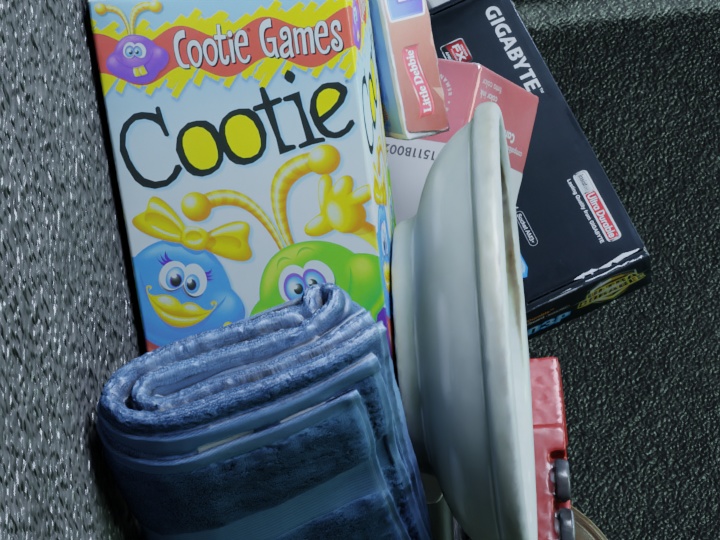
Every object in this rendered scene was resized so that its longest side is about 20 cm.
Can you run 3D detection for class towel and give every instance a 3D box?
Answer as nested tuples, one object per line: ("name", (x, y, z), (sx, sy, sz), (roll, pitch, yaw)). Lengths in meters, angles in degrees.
("towel", (-0.033, 0.084, 0.949), (0.200, 0.112, 0.049), (77, -9, -60))

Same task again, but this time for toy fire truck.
("toy fire truck", (0.085, 0.136, 1.248), (0.141, 0.049, 0.200), (68, 18, -75))

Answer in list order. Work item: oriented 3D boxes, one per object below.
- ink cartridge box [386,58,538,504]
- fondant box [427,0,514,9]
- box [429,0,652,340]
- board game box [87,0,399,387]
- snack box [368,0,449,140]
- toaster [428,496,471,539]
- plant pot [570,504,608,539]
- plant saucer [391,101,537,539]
("ink cartridge box", (0.000, 0.000, 1.150), (0.067, 0.116, 0.200), (19, 82, -59))
("fondant box", (0.024, -0.128, 1.564), (0.144, 0.058, 0.200), (-120, -148, -40))
("box", (0.052, -0.048, 1.391), (0.046, 0.159, 0.200), (71, -5, -65))
("board game box", (-0.042, -0.037, 1.014), (0.103, 0.105, 0.200), (-83, 166, -67))
("snack box", (-0.004, -0.157, 1.054), (0.072, 0.024, 0.200), (16, -60, 63))
("toaster", (0.004, 0.166, 1.244), (0.181, 0.119, 0.200), (77, 9, -53))
("plant pot", (0.072, 0.273, 1.622), (0.198, 0.200, 0.200), (-68, 154, -62))
("plant saucer", (0.043, 0.031, 1.030), (0.200, 0.050, 0.200), (-5, 90, -84))
